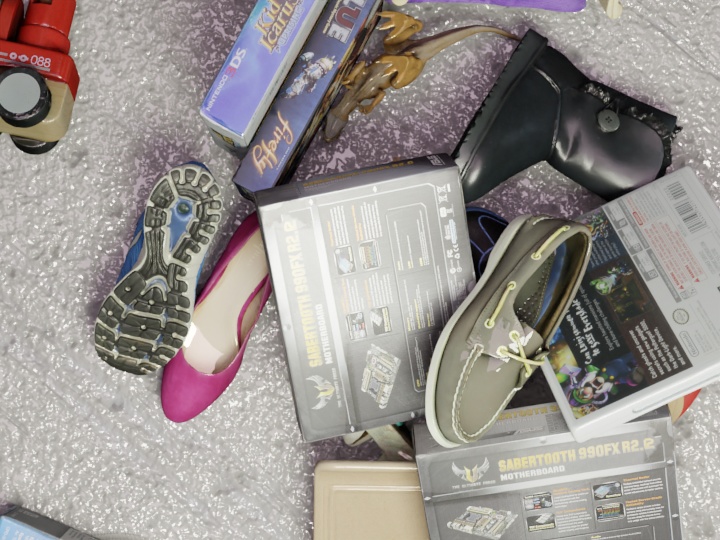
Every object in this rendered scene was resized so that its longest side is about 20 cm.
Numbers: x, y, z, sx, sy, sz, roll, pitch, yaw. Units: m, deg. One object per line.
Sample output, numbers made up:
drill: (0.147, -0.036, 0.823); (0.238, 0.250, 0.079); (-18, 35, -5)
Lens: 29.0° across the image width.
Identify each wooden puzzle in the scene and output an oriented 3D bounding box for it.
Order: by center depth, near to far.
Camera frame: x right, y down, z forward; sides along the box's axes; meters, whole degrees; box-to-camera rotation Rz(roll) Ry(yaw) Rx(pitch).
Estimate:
wooden puzzle: (0.052, 0.239, 1.167); (0.184, 0.037, 0.201); (1, 116, -1)

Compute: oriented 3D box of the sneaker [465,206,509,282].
sneaker: (0.148, 0.023, 1.189); (0.070, 0.078, 0.200); (-42, 90, -3)

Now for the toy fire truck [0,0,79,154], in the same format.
toy fire truck: (-0.319, -0.222, 1.173); (0.175, 0.129, 0.201); (12, 76, -1)

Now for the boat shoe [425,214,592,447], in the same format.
boat shoe: (0.114, 0.044, 1.055); (0.072, 0.060, 0.202); (43, 65, -34)

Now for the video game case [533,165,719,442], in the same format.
video game case: (0.216, 0.021, 1.087); (0.181, 0.023, 0.200); (-25, 44, 5)

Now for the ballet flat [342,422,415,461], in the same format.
ballet flat: (0.019, 0.147, 1.189); (0.062, 0.067, 0.200); (-37, 89, 5)

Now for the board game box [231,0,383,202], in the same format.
board game box: (-0.042, -0.148, 1.162); (0.034, 0.135, 0.201); (29, 88, -1)

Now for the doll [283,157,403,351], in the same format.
doll: (0.000, 0.000, 1.182); (0.136, 0.049, 0.200); (26, 74, 30)

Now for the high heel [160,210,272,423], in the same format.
high heel: (-0.114, 0.040, 1.171); (0.067, 0.096, 0.200); (34, 87, 0)

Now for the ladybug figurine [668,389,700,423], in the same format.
ladybug figurine: (0.243, 0.046, 1.146); (0.136, 0.072, 0.200); (40, 53, -16)

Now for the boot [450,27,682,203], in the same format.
boot: (0.172, -0.097, 1.170); (0.168, 0.076, 0.200); (32, 56, 1)

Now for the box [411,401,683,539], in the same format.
box: (0.149, 0.184, 1.095); (0.199, 0.048, 0.159); (-10, 114, 4)

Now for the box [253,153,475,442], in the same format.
box: (0.012, 0.022, 1.097); (0.157, 0.048, 0.201); (-12, 108, -5)

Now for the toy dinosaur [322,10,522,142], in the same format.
toy dinosaur: (0.042, -0.184, 1.189); (0.199, 0.106, 0.061); (-30, 81, 0)

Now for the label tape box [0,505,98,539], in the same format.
label tape box: (-0.235, 0.306, 1.174); (0.199, 0.066, 0.144); (24, 88, -3)

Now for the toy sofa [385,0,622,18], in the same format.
toy sofa: (0.118, -0.249, 1.164); (0.199, 0.083, 0.098); (1, 127, -12)

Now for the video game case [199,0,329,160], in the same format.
video game case: (-0.063, -0.192, 1.140); (0.045, 0.181, 0.201); (28, 87, 1)

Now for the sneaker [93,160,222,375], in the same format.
sneaker: (-0.165, -0.002, 1.185); (0.078, 0.089, 0.201); (24, 106, -7)
